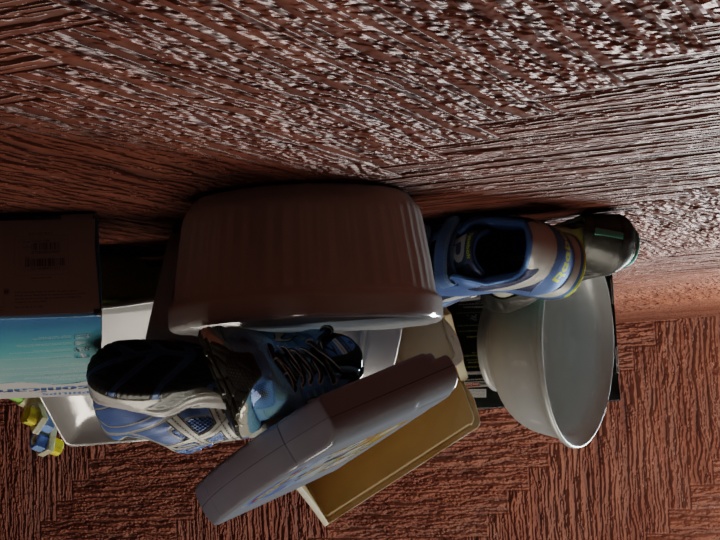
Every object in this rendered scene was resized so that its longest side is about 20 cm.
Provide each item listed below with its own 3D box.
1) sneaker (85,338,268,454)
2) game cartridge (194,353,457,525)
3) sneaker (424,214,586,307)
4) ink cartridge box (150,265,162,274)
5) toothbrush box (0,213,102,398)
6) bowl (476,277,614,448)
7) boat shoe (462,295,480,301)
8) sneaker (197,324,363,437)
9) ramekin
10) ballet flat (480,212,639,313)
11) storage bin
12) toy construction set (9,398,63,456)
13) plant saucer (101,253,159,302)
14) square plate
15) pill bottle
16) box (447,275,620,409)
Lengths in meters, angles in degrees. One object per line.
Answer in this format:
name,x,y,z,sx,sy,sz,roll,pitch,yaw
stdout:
sneaker,-0.111,0.099,1.152,0.199,0.076,0.077,6,133,-4
game cartridge,-0.033,0.122,1.040,0.133,0.042,0.200,-25,170,-38
sneaker,0.081,-0.011,1.228,0.199,0.074,0.082,-8,165,29
ink cartridge box,-0.150,0.067,1.511,0.199,0.145,0.147,-4,175,16
toothbrush box,-0.275,0.034,1.157,0.146,0.086,0.200,-2,158,-10
bowl,0.173,0.071,1.449,0.090,0.202,0.201,-1,176,30
boat shoe,0.037,0.017,1.459,0.199,0.074,0.068,-6,175,20
sneaker,-0.047,0.062,1.013,0.090,0.079,0.200,-24,172,9
ramekin,-0.041,-0.005,1.069,0.202,0.095,0.202,-2,175,0
ballet flat,0.153,-0.013,1.296,0.068,0.068,0.200,13,157,-34
storage bin,0.011,0.126,1.380,0.198,0.094,0.200,-32,156,-4
toy construction set,-0.322,0.081,1.541,0.092,0.200,0.131,16,123,-46
plant saucer,-0.302,0.013,1.376,0.199,0.048,0.200,-6,174,30
square plate,-0.208,0.089,1.370,0.197,0.029,0.200,-6,137,9
pill bottle,-0.071,0.045,1.225,0.199,0.120,0.120,14,173,-6
box,0.169,0.061,1.541,0.199,0.160,0.049,-2,177,-18
